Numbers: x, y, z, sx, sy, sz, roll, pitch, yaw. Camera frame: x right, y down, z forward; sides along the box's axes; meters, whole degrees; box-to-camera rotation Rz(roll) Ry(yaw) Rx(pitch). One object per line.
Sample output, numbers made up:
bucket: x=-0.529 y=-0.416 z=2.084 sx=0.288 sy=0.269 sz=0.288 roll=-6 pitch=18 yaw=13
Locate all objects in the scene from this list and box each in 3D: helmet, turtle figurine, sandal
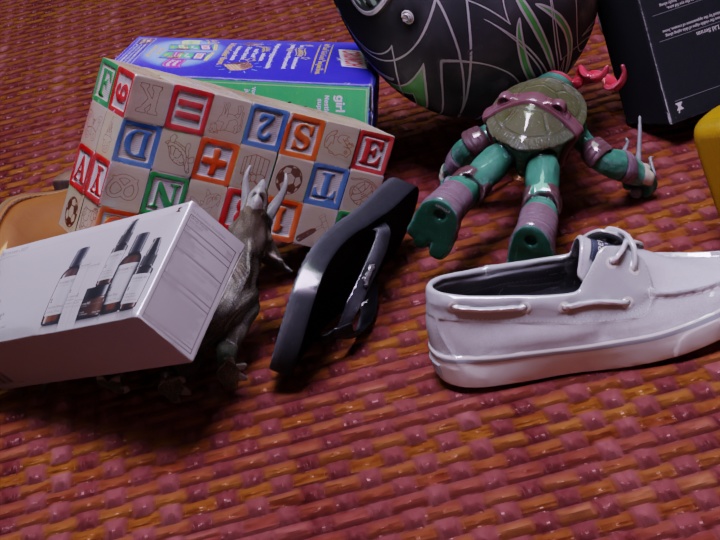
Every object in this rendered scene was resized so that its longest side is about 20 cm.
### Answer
helmet: x=0.079 y=-0.204 z=1.173 sx=0.199 sy=0.201 sz=0.191 roll=-24 pitch=47 yaw=-22
turtle figurine: x=0.114 y=-0.076 z=1.094 sx=0.149 sy=0.101 sz=0.200 roll=2 pitch=35 yaw=28
sandal: x=0.000 y=-0.001 z=1.024 sx=0.043 sy=0.076 sz=0.200 roll=25 pitch=38 yaw=12

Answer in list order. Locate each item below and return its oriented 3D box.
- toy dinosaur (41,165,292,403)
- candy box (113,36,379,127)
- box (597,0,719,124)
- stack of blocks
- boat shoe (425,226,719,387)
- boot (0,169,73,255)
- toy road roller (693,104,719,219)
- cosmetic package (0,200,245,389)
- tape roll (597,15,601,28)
toy dinosaur: x=-0.110 y=0.033 z=1.015 sx=0.200 sy=0.077 sz=0.102 roll=-37 pitch=19 yaw=25
candy box: x=-0.085 y=-0.128 z=1.242 sx=0.199 sy=0.077 sz=0.169 roll=1 pitch=17 yaw=3
box: x=0.281 y=-0.204 z=1.204 sx=0.199 sy=0.142 sz=0.079 roll=-20 pitch=9 yaw=-15
stack of blocks: x=-0.086 y=-0.060 z=1.079 sx=0.199 sy=0.116 sz=0.059 roll=10 pitch=12 yaw=-33
boat shoe: x=0.134 y=0.011 z=0.933 sx=0.199 sy=0.069 sz=0.072 roll=-9 pitch=26 yaw=8
boot: x=-0.168 y=-0.026 z=1.149 sx=0.154 sy=0.074 sz=0.200 roll=1 pitch=32 yaw=18
toy road roller: x=0.298 y=-0.084 z=0.996 sx=0.146 sy=0.123 sz=0.200 roll=-3 pitch=26 yaw=44
cosmetic package: x=-0.162 y=0.017 z=0.975 sx=0.200 sy=0.051 sz=0.083 roll=-11 pitch=46 yaw=45
tape roll: x=0.300 y=-0.258 z=1.400 sx=0.199 sy=0.066 sz=0.200 roll=-10 pitch=27 yaw=5
